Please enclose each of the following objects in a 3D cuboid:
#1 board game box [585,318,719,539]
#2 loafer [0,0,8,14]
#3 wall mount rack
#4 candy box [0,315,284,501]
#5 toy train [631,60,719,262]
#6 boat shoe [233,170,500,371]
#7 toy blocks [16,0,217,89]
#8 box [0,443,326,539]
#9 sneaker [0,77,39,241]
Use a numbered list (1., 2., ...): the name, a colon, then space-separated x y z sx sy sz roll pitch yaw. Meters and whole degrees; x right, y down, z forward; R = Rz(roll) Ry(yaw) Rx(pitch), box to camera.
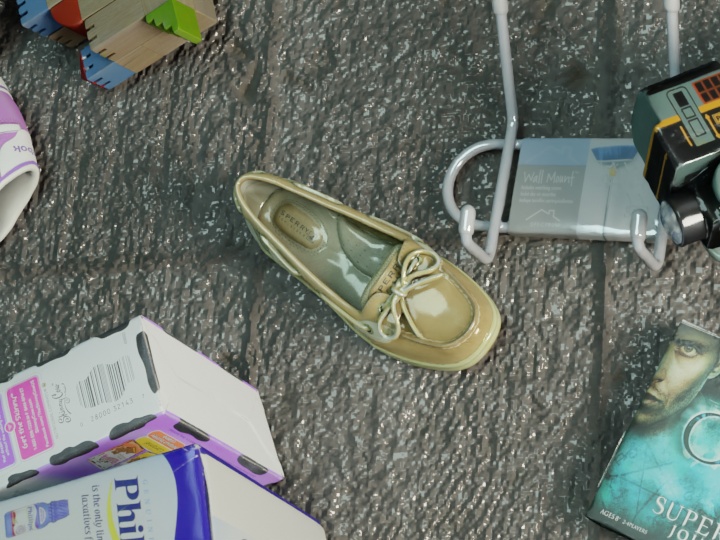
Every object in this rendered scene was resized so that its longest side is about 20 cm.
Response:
1. board game box: 0.247 0.125 1.475 0.200 0.028 0.136 23 84 30
2. loafer: -0.318 -0.159 1.816 0.201 0.068 0.070 -51 36 15
3. wall mount rack: 0.137 -0.089 1.576 0.199 0.075 0.174 2 72 24
4. candy box: -0.177 0.121 1.592 0.200 0.168 0.072 -25 63 15
5. toy train: 0.256 -0.082 1.488 0.200 0.085 0.114 -22 65 -11
6. boat shoe: 0.001 -0.002 1.614 0.201 0.063 0.073 37 90 30
7. toy blocks: -0.182 -0.211 1.768 0.137 0.100 0.200 -29 61 26
8. box: -0.138 0.202 1.537 0.199 0.184 0.105 -17 64 18
9. sneaker: -0.317 -0.043 1.773 0.200 0.073 0.114 -33 65 11
